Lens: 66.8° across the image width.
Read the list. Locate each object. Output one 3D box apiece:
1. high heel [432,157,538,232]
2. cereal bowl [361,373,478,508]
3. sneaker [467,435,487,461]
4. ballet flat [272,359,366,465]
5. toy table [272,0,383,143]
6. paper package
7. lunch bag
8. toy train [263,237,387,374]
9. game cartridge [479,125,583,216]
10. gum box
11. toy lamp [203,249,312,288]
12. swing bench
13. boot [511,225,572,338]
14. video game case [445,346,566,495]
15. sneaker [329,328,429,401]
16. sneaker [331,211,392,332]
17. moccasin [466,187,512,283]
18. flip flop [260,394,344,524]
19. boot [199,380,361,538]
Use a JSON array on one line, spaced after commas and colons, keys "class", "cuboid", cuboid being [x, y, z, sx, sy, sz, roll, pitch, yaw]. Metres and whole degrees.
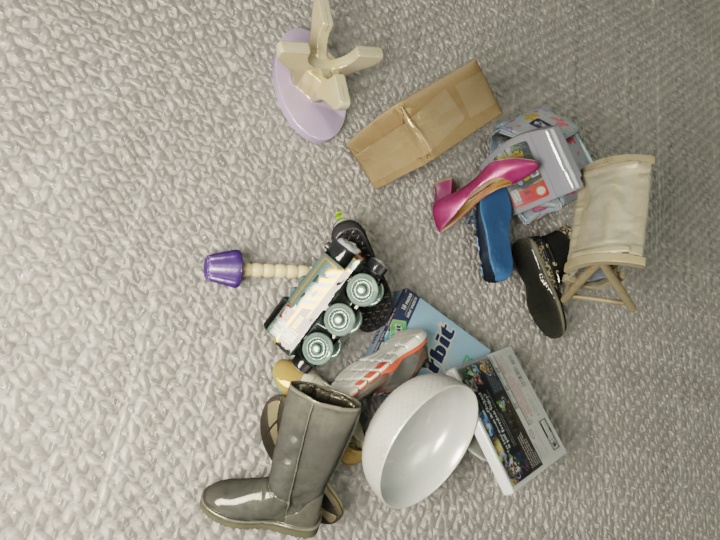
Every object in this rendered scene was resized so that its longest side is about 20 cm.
[{"class": "high heel", "cuboid": [0.218, -0.132, 0.965, 0.067, 0.198, 0.097, 28, 56, -57]}, {"class": "cereal bowl", "cuboid": [0.076, 0.235, 0.795, 0.199, 0.083, 0.202, -21, 125, -34]}, {"class": "sneaker", "cuboid": [0.224, 0.290, 0.927, 0.199, 0.080, 0.071, 25, 70, -28]}, {"class": "ballet flat", "cuboid": [-0.049, 0.203, 0.816, 0.200, 0.063, 0.069, 51, 40, -11]}, {"class": "toy table", "cuboid": [-0.065, -0.328, 0.898, 0.183, 0.117, 0.202, -22, 88, -30]}, {"class": "paper package", "cuboid": [0.105, -0.242, 0.924, 0.199, 0.190, 0.104, -37, 101, -28]}, {"class": "lunch bag", "cuboid": [0.364, -0.221, 1.093, 0.169, 0.127, 0.202, -27, 88, -34]}, {"class": "toy train", "cuboid": [-0.050, 0.049, 0.795, 0.114, 0.085, 0.201, 38, 95, 10]}, {"class": "game cartridge", "cuboid": [0.305, -0.181, 1.009, 0.041, 0.200, 0.134, -21, 88, -27]}, {"class": "gum box", "cuboid": [0.110, 0.157, 0.922, 0.199, 0.044, 0.171, 36, 66, -17]}, {"class": "toy lamp", "cuboid": [-0.134, -0.001, 0.824, 0.198, 0.058, 0.059, 1, 79, -29]}, {"class": "swing bench", "cuboid": [0.427, -0.063, 0.951, 0.200, 0.128, 0.201, 53, 49, -56]}, {"class": "boot", "cuboid": [0.395, 0.016, 1.088, 0.153, 0.073, 0.206, -20, 90, -32]}, {"class": "video game case", "cuboid": [0.241, 0.235, 0.896, 0.181, 0.023, 0.202, -8, 66, -45]}, {"class": "sneaker", "cuboid": [0.040, 0.164, 0.817, 0.199, 0.077, 0.083, -30, 106, -32]}, {"class": "sneaker", "cuboid": [0.000, 0.000, 0.884, 0.071, 0.083, 0.202, -16, 112, -6]}, {"class": "moccasin", "cuboid": [0.237, -0.076, 1.029, 0.080, 0.068, 0.202, 9, 73, -17]}, {"class": "flip flop", "cuboid": [-0.078, 0.268, 0.788, 0.057, 0.081, 0.201, -34, 95, -51]}, {"class": "boot", "cuboid": [-0.106, 0.240, 0.710, 0.180, 0.073, 0.202, 11, 111, -9]}]
